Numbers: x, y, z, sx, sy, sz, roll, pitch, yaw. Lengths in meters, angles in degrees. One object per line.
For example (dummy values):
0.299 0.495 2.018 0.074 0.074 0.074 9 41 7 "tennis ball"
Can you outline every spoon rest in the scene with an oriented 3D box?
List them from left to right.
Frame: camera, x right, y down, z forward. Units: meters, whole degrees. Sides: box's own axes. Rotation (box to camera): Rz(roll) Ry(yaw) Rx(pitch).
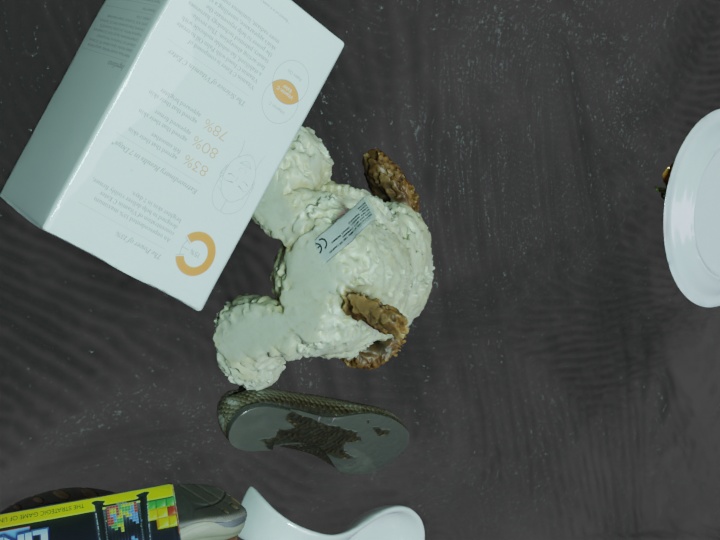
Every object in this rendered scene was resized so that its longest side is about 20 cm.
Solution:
-0.017 0.238 0.890 0.199 0.060 0.101 26 91 -38 "spoon rest"

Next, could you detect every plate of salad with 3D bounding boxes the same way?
0.363 -0.064 1.066 0.198 0.048 0.204 -7 101 -39 "plate of salad"

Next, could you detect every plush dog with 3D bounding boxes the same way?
0.000 0.000 0.783 0.171 0.159 0.203 -14 118 -59 "plush dog"

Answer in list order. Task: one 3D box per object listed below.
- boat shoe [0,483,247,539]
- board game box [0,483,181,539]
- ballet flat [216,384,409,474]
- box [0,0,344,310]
-0.174 0.205 0.759 0.198 0.075 0.073 7 104 -35 "boat shoe"
-0.212 0.219 0.669 0.197 0.057 0.167 -8 139 -14 "board game box"
-0.037 0.126 0.851 0.198 0.046 0.068 16 111 -41 "ballet flat"
-0.122 -0.098 0.675 0.124 0.097 0.202 31 86 -38 "box"
